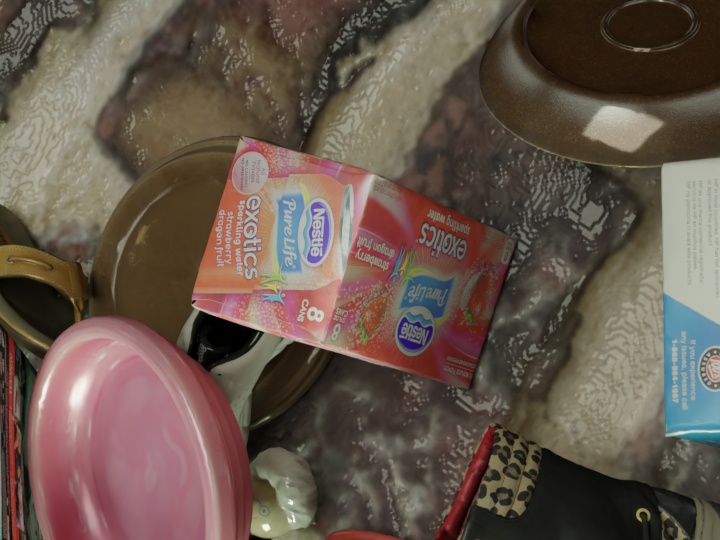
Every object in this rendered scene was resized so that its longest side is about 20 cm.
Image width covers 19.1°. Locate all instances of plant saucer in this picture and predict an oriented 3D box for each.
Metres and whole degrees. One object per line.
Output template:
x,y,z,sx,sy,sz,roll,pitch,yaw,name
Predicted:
0.165,-0.129,1.213,0.199,0.032,0.201,-6,39,5,plant saucer
-0.098,0.008,1.397,0.199,0.029,0.202,-6,77,26,plant saucer
-0.129,0.125,1.290,0.200,0.051,0.202,13,107,48,plant saucer

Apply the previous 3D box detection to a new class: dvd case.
-0.221,0.121,1.349,0.022,0.200,0.147,-3,78,-1,dvd case

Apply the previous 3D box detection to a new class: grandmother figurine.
-0.087,0.201,1.336,0.121,0.061,0.201,32,98,8,grandmother figurine

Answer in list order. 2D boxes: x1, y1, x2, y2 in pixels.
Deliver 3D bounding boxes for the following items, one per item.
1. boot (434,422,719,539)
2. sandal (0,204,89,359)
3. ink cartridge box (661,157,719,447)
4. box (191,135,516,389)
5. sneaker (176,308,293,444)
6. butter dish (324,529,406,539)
0.108,0.190,1.167,0.150,0.073,0.201,26,67,-8,boot
-0.212,0.004,1.412,0.054,0.080,0.200,-51,46,15,sandal
0.276,0.018,1.134,0.199,0.144,0.148,-3,80,27,ink cartridge box
0.000,0.000,1.249,0.094,0.200,0.103,17,87,29,box
-0.097,0.066,1.321,0.073,0.080,0.201,32,108,16,sneaker
0.015,0.258,1.221,0.198,0.148,0.201,10,85,29,butter dish
